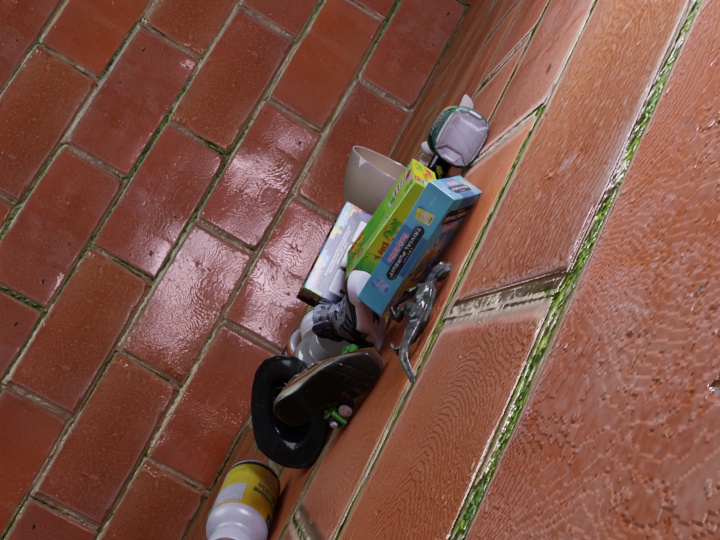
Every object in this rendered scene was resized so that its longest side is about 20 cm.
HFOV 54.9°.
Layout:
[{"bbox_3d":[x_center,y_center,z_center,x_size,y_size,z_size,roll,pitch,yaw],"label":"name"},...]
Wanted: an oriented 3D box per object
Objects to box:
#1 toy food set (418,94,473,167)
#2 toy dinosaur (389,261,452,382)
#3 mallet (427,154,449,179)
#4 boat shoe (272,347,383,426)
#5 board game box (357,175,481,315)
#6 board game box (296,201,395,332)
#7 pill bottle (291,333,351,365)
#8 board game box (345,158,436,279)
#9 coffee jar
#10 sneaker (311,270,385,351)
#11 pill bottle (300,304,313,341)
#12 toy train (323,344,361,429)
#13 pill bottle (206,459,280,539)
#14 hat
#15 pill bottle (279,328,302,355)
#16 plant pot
[{"bbox_3d":[0.179,-0.287,1.573,0.200,0.060,0.144,-55,8,49],"label":"toy food set"},{"bbox_3d":[0.070,0.070,0.936,0.088,0.047,0.202,-41,23,53],"label":"toy dinosaur"},{"bbox_3d":[0.168,-0.200,1.399,0.066,0.041,0.200,-63,9,14],"label":"mallet"},{"bbox_3d":[-0.054,0.170,1.096,0.199,0.076,0.074,-29,21,20],"label":"boat shoe"},{"bbox_3d":[0.090,-0.039,1.020,0.201,0.047,0.151,-58,-15,22],"label":"board game box"},{"bbox_3d":[0.000,0.000,1.249,0.201,0.164,0.057,-64,9,-30],"label":"board game box"},{"bbox_3d":[-0.089,0.198,1.340,0.201,0.112,0.113,-57,7,36],"label":"pill bottle"},{"bbox_3d":[0.048,-0.072,1.120,0.201,0.047,0.102,-54,15,24],"label":"board game box"},{"bbox_3d":[0.179,-0.257,1.313,0.105,0.085,0.200,-59,6,12],"label":"coffee jar"},{"bbox_3d":[-0.027,0.066,1.104,0.201,0.112,0.076,73,-153,-55],"label":"sneaker"},{"bbox_3d":[-0.075,0.118,1.589,0.113,0.112,0.200,-58,7,24],"label":"pill bottle"},{"bbox_3d":[-0.017,0.184,1.162,0.056,0.042,0.201,-43,16,29],"label":"toy train"},{"bbox_3d":[-0.215,0.445,1.256,0.113,0.111,0.200,-58,7,20],"label":"pill bottle"},{"bbox_3d":[-0.113,0.249,1.254,0.081,0.200,0.202,-3,-51,-56],"label":"hat"},{"bbox_3d":[-0.152,0.239,1.676,0.201,0.112,0.113,-56,8,39],"label":"pill bottle"},{"bbox_3d":[0.043,-0.152,1.454,0.136,0.198,0.201,-62,5,18],"label":"plant pot"}]
